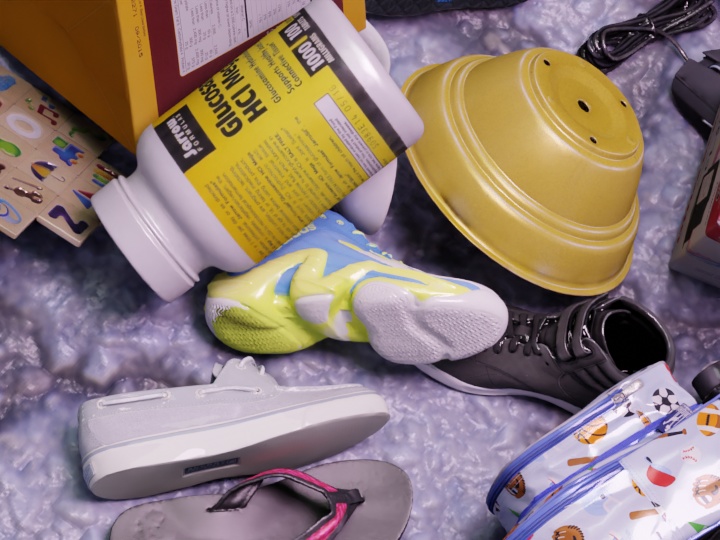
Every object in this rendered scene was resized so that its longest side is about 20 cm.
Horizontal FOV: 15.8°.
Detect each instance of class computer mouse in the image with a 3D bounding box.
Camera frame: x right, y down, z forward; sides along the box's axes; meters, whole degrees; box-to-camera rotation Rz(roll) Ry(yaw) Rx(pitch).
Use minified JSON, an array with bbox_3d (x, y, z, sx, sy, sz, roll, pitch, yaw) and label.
[{"bbox_3d":[0.245,-0.116,1.844,0.140,0.046,0.200,-21,67,-25],"label":"computer mouse"}]

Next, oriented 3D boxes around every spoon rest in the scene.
[{"bbox_3d":[-0.002,-0.112,1.765,0.060,0.100,0.201,-2,49,-18],"label":"spoon rest"}]

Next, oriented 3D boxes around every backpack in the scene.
[{"bbox_3d":[0.159,0.161,1.586,0.190,0.200,0.154,-36,68,-21],"label":"backpack"}]

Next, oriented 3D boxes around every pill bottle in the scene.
[{"bbox_3d":[-0.068,-0.072,1.645,0.200,0.112,0.113,-37,72,1],"label":"pill bottle"}]

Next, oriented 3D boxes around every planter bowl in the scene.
[{"bbox_3d":[0.128,-0.088,1.732,0.200,0.083,0.201,27,37,-22],"label":"planter bowl"}]

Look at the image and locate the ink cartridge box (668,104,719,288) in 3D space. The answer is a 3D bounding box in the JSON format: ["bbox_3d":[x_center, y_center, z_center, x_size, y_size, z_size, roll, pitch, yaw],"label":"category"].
[{"bbox_3d":[0.276,-0.067,1.713,0.082,0.200,0.146,19,81,0],"label":"ink cartridge box"}]

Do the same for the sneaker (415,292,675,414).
[{"bbox_3d":[0.117,0.041,1.692,0.199,0.099,0.071,19,59,0],"label":"sneaker"}]

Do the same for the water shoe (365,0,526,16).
[{"bbox_3d":[0.044,-0.229,1.845,0.199,0.072,0.079,0,46,-36],"label":"water shoe"}]

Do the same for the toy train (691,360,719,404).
[{"bbox_3d":[0.299,0.135,1.693,0.114,0.085,0.200,-20,66,-33],"label":"toy train"}]

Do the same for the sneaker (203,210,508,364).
[{"bbox_3d":[0.000,0.000,1.684,0.199,0.076,0.105,3,50,9],"label":"sneaker"}]

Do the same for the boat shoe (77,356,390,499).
[{"bbox_3d":[-0.082,0.089,1.634,0.200,0.070,0.072,-10,66,-16],"label":"boat shoe"}]

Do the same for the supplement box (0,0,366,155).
[{"bbox_3d":[-0.133,-0.216,1.730,0.200,0.133,0.197,-31,49,-26],"label":"supplement box"}]

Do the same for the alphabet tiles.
[{"bbox_3d":[-0.247,-0.089,1.687,0.199,0.006,0.167,33,30,1],"label":"alphabet tiles"}]

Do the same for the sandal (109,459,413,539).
[{"bbox_3d":[-0.057,0.158,1.614,0.199,0.045,0.075,-9,62,-18],"label":"sandal"}]
